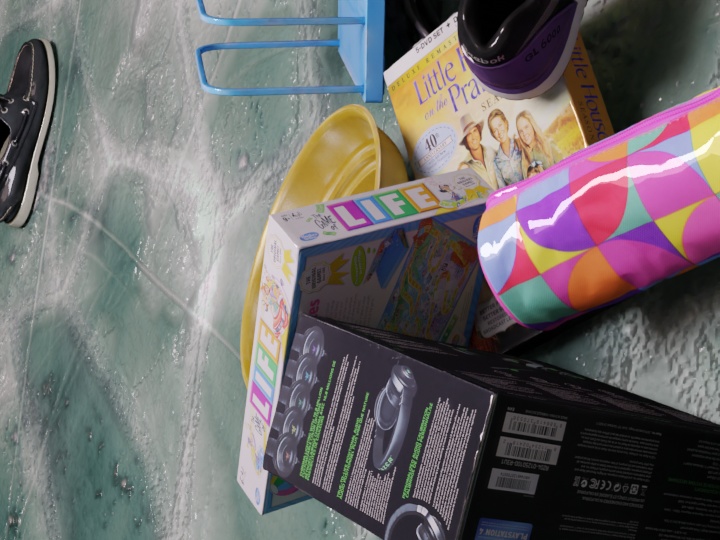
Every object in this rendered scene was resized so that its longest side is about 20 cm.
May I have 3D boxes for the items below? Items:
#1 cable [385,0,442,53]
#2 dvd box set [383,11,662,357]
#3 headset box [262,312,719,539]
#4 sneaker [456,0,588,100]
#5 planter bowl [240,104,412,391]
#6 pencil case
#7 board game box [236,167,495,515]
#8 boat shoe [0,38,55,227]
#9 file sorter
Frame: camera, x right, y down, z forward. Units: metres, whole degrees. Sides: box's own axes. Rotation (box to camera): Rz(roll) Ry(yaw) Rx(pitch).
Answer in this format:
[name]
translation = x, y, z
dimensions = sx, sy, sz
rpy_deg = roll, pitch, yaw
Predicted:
[cable]
translation = 0.077, -0.202, 1.076
dimensions = 0.163, 0.051, 0.201
rpy_deg = -43, 43, 35
[dvd box set]
translation = 0.090, -0.060, 0.972
dimensions = 0.146, 0.029, 0.201
rpy_deg = -32, 68, 48
[headset box]
translation = 0.068, 0.095, 0.866
dimensions = 0.200, 0.174, 0.093
rpy_deg = 19, 95, 56
[sneaker]
translation = 0.102, -0.197, 0.891
dimensions = 0.075, 0.088, 0.201
rpy_deg = 12, 84, 19
[planter bowl]
translation = 0.000, 0.000, 1.071
dimensions = 0.200, 0.083, 0.201
rpy_deg = -50, 31, 44
[pencil case]
translation = 0.151, -0.041, 0.833
dimensions = 0.200, 0.088, 0.089
rpy_deg = -30, 55, 33
[board game box]
translation = 0.002, 0.043, 0.963
dimensions = 0.034, 0.134, 0.201
rpy_deg = 48, 141, 39
[boat shoe]
translation = -0.366, -0.148, 1.711
dimensions = 0.074, 0.066, 0.200
rpy_deg = 9, 87, 58
[file sorter]
translation = -0.051, -0.227, 1.110
dimensions = 0.139, 0.122, 0.201
rpy_deg = -112, 22, -66
